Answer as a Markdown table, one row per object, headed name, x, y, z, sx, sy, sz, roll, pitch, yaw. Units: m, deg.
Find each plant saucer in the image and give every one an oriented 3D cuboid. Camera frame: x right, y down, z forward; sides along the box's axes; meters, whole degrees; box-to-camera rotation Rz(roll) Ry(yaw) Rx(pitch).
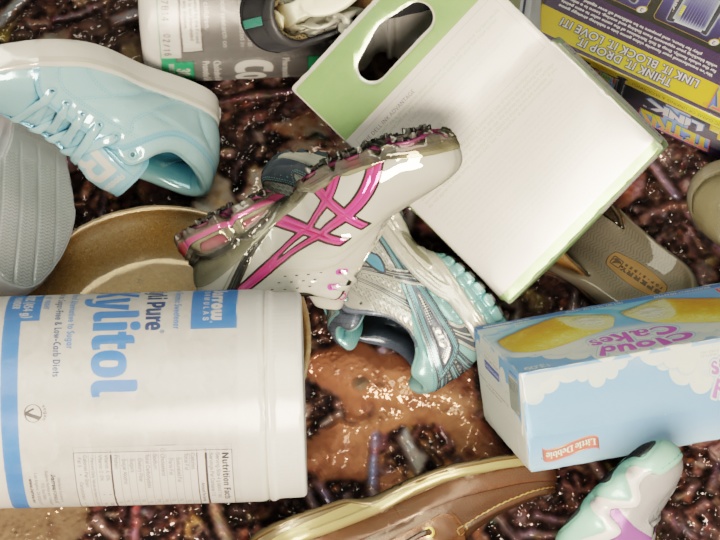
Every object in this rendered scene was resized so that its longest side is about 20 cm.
| name | x | y | z | sx | sy | sz | roll | pitch | yaw |
| --- | --- | --- | --- | --- | --- | --- | --- | --- | --- |
| plant saucer | -0.132 | 0.053 | 1.619 | 0.200 | 0.035 | 0.200 | 0 | 63 | 0 |

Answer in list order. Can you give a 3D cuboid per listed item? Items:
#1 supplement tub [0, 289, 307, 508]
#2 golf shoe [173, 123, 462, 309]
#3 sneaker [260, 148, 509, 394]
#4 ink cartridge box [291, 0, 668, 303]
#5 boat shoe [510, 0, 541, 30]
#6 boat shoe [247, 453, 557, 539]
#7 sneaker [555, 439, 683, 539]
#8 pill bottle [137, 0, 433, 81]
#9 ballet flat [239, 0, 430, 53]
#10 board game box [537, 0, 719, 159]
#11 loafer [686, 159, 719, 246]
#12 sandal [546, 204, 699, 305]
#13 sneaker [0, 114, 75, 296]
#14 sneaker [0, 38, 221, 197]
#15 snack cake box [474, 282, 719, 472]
| name | x | y | z | sx | sy | sz | roll | pitch | yaw |
| --- | --- | --- | --- | --- | --- | --- | --- | --- | --- |
| supplement tub | -0.133 | 0.078 | 1.515 | 0.200 | 0.132 | 0.132 | -3 | 64 | -1 |
| golf shoe | -0.016 | -0.026 | 1.573 | 0.200 | 0.073 | 0.092 | -26 | 92 | 22 |
| sneaker | 0.000 | 0.000 | 1.625 | 0.200 | 0.078 | 0.086 | 40 | 73 | 18 |
| ink cartridge box | 0.077 | -0.098 | 1.600 | 0.200 | 0.048 | 0.146 | 45 | 104 | 3 |
| boat shoe | 0.088 | -0.205 | 1.701 | 0.072 | 0.062 | 0.200 | -27 | 38 | 22 |
| boat shoe | 0.032 | 0.165 | 1.551 | 0.200 | 0.072 | 0.068 | -17 | 82 | -11 |
| sneaker | 0.168 | 0.209 | 1.496 | 0.140 | 0.078 | 0.200 | 38 | 110 | 8 |
| pill bottle | -0.050 | -0.188 | 1.697 | 0.200 | 0.113 | 0.113 | -3 | 64 | -1 |
| ballet flat | 0.017 | -0.194 | 1.612 | 0.200 | 0.073 | 0.073 | -24 | 66 | -10 |
| board game box | 0.237 | -0.175 | 1.724 | 0.200 | 0.057 | 0.165 | 27 | 68 | 13 |
| loafer | 0.317 | -0.036 | 1.638 | 0.200 | 0.076 | 0.068 | -4 | 35 | 8 |
| sandal | 0.137 | -0.026 | 1.649 | 0.200 | 0.055 | 0.082 | 34 | 68 | 15 |
| sneaker | -0.234 | -0.056 | 1.651 | 0.073 | 0.071 | 0.200 | 28 | 44 | -29 |
| sneaker | -0.172 | -0.095 | 1.630 | 0.200 | 0.074 | 0.082 | 11 | 60 | -35 |
| snack cake box | 0.183 | 0.063 | 1.560 | 0.200 | 0.115 | 0.067 | -10 | 104 | -10 |
